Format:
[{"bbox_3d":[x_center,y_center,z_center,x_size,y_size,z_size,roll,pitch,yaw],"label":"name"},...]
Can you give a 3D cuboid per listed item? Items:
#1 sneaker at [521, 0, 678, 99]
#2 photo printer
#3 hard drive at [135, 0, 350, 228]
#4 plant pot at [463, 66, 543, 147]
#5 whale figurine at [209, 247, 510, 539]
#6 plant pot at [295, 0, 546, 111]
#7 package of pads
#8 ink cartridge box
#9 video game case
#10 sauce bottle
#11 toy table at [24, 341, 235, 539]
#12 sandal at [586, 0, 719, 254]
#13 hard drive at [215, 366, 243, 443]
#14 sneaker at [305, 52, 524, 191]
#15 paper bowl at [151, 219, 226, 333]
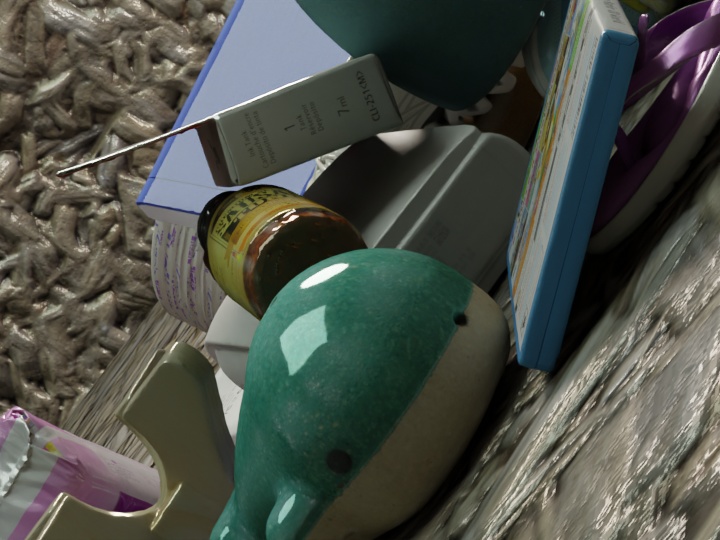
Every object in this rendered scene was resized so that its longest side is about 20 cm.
[{"bbox_3d":[0.157,-0.176,1.317,0.201,0.079,0.130,-65,17,-12],"label":"sneaker"},{"bbox_3d":[0.000,0.000,1.388,0.167,0.069,0.200,-52,17,-12],"label":"photo printer"},{"bbox_3d":[-0.047,-0.114,1.643,0.131,0.025,0.201,11,66,34],"label":"hard drive"},{"bbox_3d":[0.034,-0.086,1.597,0.200,0.027,0.201,-34,36,29],"label":"plant pot"},{"bbox_3d":[-0.020,0.069,1.164,0.200,0.104,0.159,-46,10,40],"label":"whale figurine"},{"bbox_3d":[0.019,-0.200,1.377,0.200,0.134,0.201,-164,90,-72],"label":"plant pot"},{"bbox_3d":[-0.168,0.160,1.497,0.121,0.076,0.200,-54,-27,1],"label":"package of pads"},{"bbox_3d":[-0.075,-0.064,1.385,0.173,0.044,0.200,-22,4,-5],"label":"ink cartridge box"},{"bbox_3d":[0.091,-0.049,1.143,0.200,0.018,0.144,-83,6,-77],"label":"video game case"},{"bbox_3d":[-0.046,-0.010,1.293,0.066,0.066,0.200,-54,17,-4],"label":"sauce bottle"},{"bbox_3d":[-0.091,0.125,1.336,0.200,0.117,0.184,-52,7,25],"label":"toy table"},{"bbox_3d":[0.142,-0.098,1.122,0.203,0.050,0.082,-56,5,-8],"label":"sandal"},{"bbox_3d":[-0.031,0.050,1.528,0.200,0.026,0.132,-25,28,54],"label":"hard drive"},{"bbox_3d":[0.008,-0.084,1.526,0.200,0.081,0.075,-52,32,5],"label":"sneaker"},{"bbox_3d":[-0.048,-0.042,1.755,0.201,0.104,0.201,-53,-23,-34],"label":"paper bowl"}]
